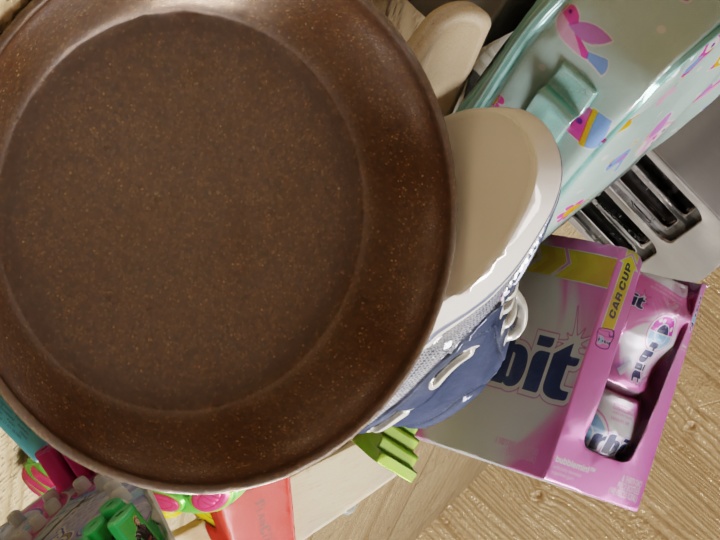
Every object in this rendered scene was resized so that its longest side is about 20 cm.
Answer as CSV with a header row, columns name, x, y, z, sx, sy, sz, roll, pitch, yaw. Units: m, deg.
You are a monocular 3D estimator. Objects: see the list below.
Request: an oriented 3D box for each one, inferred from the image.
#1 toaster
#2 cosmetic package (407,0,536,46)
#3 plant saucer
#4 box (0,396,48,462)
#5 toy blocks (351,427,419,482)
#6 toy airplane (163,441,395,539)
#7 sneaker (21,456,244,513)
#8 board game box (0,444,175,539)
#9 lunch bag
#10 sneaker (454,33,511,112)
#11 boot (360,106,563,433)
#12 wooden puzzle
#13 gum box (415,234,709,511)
name,x,y,z,sx,sy,sz,roll,pitch,yaw
toaster,0.201,-0.087,1.303,0.119,0.200,0.181,-43,179,-17
cosmetic package,0.092,-0.183,0.918,0.107,0.090,0.200,-54,170,33
plant saucer,-0.059,-0.021,0.730,0.200,0.201,0.037,-44,-159,-17
box,-0.103,-0.007,0.873,0.082,0.049,0.200,-36,163,-46
toy blocks,0.000,0.000,1.002,0.137,0.100,0.200,-56,-147,1
toy airplane,-0.080,0.155,1.258,0.199,0.141,0.200,25,97,-44
sneaker,-0.107,0.079,1.022,0.199,0.077,0.084,-16,-145,52
board game box,-0.170,0.139,0.795,0.200,0.026,0.200,-37,-168,-6
lunch bag,0.114,-0.097,0.892,0.160,0.077,0.200,-37,169,-30
sneaker,0.070,-0.087,1.178,0.085,0.077,0.200,-48,170,-24
boot,0.039,0.003,0.835,0.090,0.073,0.200,-1,148,-40
wooden puzzle,-0.031,-0.023,0.864,0.200,0.046,0.185,-50,175,-13
gum box,0.077,0.041,1.002,0.066,0.200,0.114,21,85,-34
